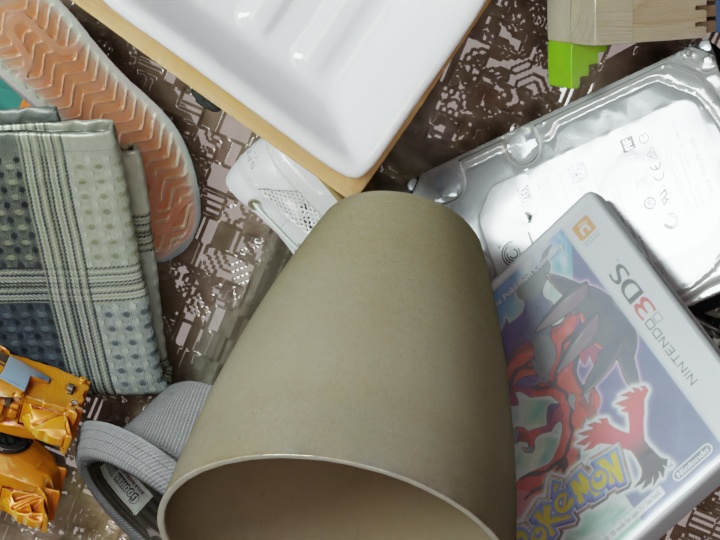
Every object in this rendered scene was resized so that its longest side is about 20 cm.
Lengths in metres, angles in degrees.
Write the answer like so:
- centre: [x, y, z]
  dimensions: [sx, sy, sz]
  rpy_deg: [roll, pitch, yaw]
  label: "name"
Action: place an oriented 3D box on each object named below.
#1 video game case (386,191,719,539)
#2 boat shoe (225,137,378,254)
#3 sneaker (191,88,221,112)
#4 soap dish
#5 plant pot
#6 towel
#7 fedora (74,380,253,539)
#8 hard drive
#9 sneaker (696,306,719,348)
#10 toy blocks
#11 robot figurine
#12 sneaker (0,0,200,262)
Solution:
- centre: [0.103, 0.085, 1.311]
  dimensions: [0.200, 0.023, 0.183]
  rpy_deg: [-44, 54, 14]
  label: "video game case"
- centre: [0.000, 0.000, 1.410]
  dimensions: [0.069, 0.071, 0.200]
  rpy_deg: [-36, 101, 24]
  label: "boat shoe"
- centre: [-0.046, -0.183, 1.375]
  dimensions: [0.090, 0.076, 0.201]
  rpy_deg: [17, 101, -8]
  label: "sneaker"
- centre: [-0.041, -0.159, 1.308]
  dimensions: [0.199, 0.081, 0.158]
  rpy_deg: [35, 89, -17]
  label: "soap dish"
- centre: [0.006, 0.064, 1.275]
  dimensions: [0.186, 0.188, 0.201]
  rpy_deg: [14, 56, -1]
  label: "plant pot"
- centre: [-0.212, -0.009, 1.385]
  dimensions: [0.191, 0.035, 0.201]
  rpy_deg: [0, 129, 8]
  label: "towel"
- centre: [-0.070, 0.137, 1.400]
  dimensions: [0.200, 0.177, 0.090]
  rpy_deg: [39, 69, 6]
  label: "fedora"
- centre: [0.137, -0.027, 1.367]
  dimensions: [0.199, 0.038, 0.141]
  rpy_deg: [-24, 73, 21]
  label: "hard drive"
- centre: [0.188, 0.021, 1.394]
  dimensions: [0.076, 0.082, 0.201]
  rpy_deg: [14, 99, -8]
  label: "sneaker"
- centre: [0.174, -0.208, 1.351]
  dimensions: [0.136, 0.100, 0.202]
  rpy_deg: [-7, 102, -27]
  label: "toy blocks"
- centre: [-0.265, 0.082, 1.404]
  dimensions: [0.199, 0.058, 0.146]
  rpy_deg: [15, 128, -4]
  label: "robot figurine"
- centre: [-0.164, -0.094, 1.398]
  dimensions: [0.071, 0.080, 0.201]
  rpy_deg: [-39, 117, -10]
  label: "sneaker"
